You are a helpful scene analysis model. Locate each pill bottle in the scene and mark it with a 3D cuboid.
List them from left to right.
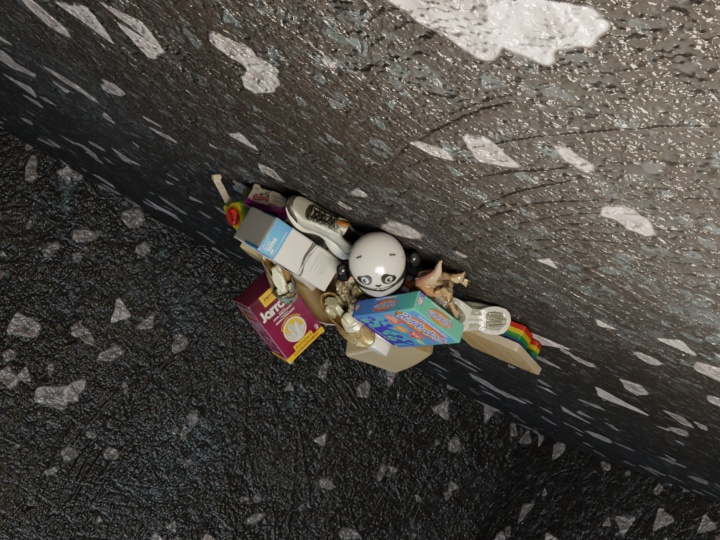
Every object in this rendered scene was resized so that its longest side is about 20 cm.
[{"bbox_3d":[0.073,0.106,1.831,0.112,0.201,0.113,26,170,5],"label":"pill bottle"}]

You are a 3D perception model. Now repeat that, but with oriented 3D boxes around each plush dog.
[{"bbox_3d":[0.000,0.000,1.727,0.172,0.160,0.200,53,-179,-25],"label":"plush dog"}]

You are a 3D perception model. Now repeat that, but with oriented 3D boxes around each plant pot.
[{"bbox_3d":[-0.062,0.026,1.931,0.199,0.201,0.134,25,-156,16],"label":"plant pot"},{"bbox_3d":[0.101,0.161,2.049,0.199,0.201,0.176,23,156,-35],"label":"plant pot"}]

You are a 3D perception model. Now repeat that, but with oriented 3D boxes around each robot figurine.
[{"bbox_3d":[0.039,-0.007,1.558,0.125,0.150,0.200,41,174,12],"label":"robot figurine"}]

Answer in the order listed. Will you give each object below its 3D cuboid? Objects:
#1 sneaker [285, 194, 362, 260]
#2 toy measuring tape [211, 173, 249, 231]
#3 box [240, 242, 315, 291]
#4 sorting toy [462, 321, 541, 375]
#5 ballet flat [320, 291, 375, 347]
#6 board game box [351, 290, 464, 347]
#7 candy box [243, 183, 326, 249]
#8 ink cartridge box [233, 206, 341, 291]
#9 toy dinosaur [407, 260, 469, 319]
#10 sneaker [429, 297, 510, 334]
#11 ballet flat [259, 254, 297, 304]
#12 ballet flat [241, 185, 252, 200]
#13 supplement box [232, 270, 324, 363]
[{"bbox_3d":[-0.074,-0.104,1.585,0.200,0.074,0.079,34,145,-20],"label":"sneaker"},{"bbox_3d":[-0.300,-0.165,1.759,0.201,0.073,0.074,61,180,17],"label":"toy measuring tape"},{"bbox_3d":[-0.190,-0.035,1.831,0.199,0.078,0.095,29,171,16],"label":"box"},{"bbox_3d":[0.334,0.160,1.779,0.198,0.070,0.200,21,169,35],"label":"sorting toy"},{"bbox_3d":[-0.039,0.116,1.788,0.200,0.070,0.065,35,164,41],"label":"ballet flat"},{"bbox_3d":[0.101,0.110,1.583,0.152,0.045,0.199,36,150,-29],"label":"board game box"},{"bbox_3d":[-0.168,-0.120,1.742,0.136,0.061,0.200,24,169,30],"label":"candy box"},{"bbox_3d":[-0.162,-0.048,1.637,0.200,0.084,0.145,34,174,-34],"label":"ink cartridge box"},{"bbox_3d":[0.149,0.027,1.540,0.135,0.086,0.200,21,171,23],"label":"toy dinosaur"},{"bbox_3d":[0.232,0.102,1.656,0.198,0.079,0.099,13,-178,-8],"label":"sneaker"},{"bbox_3d":[-0.202,-0.017,1.746,0.072,0.072,0.202,92,158,-79],"label":"ballet flat"},{"bbox_3d":[-0.262,-0.148,1.847,0.069,0.070,0.200,25,170,14],"label":"ballet flat"},{"bbox_3d":[-0.205,0.113,1.853,0.103,0.131,0.201,17,146,56],"label":"supplement box"}]
